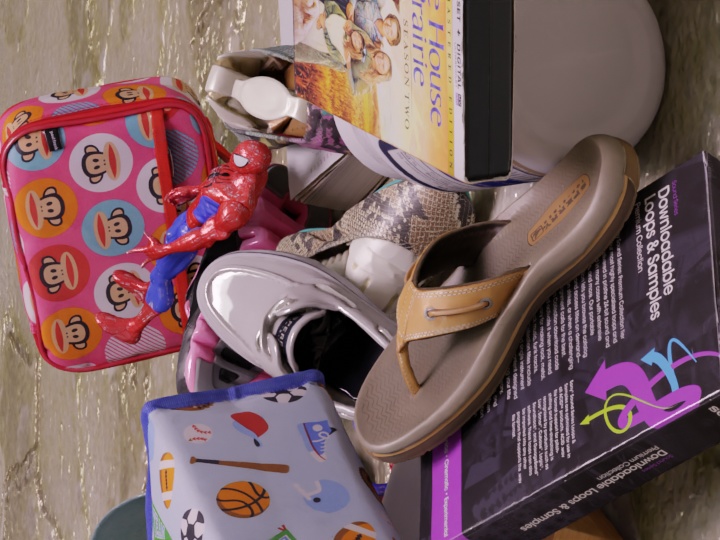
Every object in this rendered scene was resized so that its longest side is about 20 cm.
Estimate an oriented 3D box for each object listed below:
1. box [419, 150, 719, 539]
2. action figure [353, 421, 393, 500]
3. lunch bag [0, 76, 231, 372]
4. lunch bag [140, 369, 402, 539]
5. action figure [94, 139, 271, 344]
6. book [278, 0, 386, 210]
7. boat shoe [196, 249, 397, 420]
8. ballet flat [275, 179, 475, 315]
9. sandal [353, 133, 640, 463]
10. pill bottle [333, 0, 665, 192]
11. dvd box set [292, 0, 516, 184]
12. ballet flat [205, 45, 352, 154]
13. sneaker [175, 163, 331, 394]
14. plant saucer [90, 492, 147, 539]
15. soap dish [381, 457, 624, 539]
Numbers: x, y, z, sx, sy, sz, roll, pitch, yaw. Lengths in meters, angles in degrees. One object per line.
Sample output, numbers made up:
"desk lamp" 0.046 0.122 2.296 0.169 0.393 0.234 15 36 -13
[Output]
"box" 0.107 0.048 1.168 0.200 0.036 0.143 -35 39 37
"action figure" -0.008 0.087 1.456 0.200 0.099 0.065 45 127 57
"lunch bag" -0.161 -0.035 1.731 0.082 0.176 0.200 -119 20 -64
"lunch bag" -0.040 0.182 1.265 0.170 0.124 0.200 -118 26 -48
"action figure" -0.111 -0.025 1.566 0.200 0.052 0.065 -42 17 43
"book" -0.002 -0.158 1.555 0.134 0.048 0.200 -42 47 51
"boat shoe" -0.026 0.041 1.386 0.200 0.066 0.072 34 99 32
"ballet flat" 0.000 0.000 1.463 0.200 0.068 0.075 -21 38 58
"sandal" 0.056 0.006 1.190 0.200 0.054 0.080 -50 32 16
"pill bottle" 0.066 -0.101 1.296 0.200 0.116 0.116 176 99 -65
"dvd box set" 0.017 -0.137 1.214 0.200 0.029 0.147 -147 52 -59
"ballet flat" -0.053 -0.108 1.510 0.200 0.071 0.069 17 96 61
"sneaker" -0.083 0.024 1.582 0.095 0.079 0.200 -29 29 41
"plant saucer" -0.065 0.187 1.476 0.201 0.201 0.039 -57 8 46
"soap dish" 0.063 0.181 1.290 0.157 0.081 0.200 -128 47 -57
